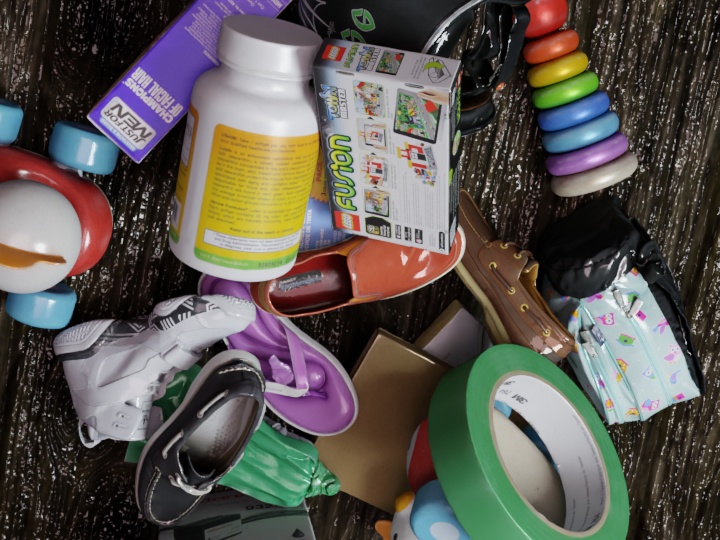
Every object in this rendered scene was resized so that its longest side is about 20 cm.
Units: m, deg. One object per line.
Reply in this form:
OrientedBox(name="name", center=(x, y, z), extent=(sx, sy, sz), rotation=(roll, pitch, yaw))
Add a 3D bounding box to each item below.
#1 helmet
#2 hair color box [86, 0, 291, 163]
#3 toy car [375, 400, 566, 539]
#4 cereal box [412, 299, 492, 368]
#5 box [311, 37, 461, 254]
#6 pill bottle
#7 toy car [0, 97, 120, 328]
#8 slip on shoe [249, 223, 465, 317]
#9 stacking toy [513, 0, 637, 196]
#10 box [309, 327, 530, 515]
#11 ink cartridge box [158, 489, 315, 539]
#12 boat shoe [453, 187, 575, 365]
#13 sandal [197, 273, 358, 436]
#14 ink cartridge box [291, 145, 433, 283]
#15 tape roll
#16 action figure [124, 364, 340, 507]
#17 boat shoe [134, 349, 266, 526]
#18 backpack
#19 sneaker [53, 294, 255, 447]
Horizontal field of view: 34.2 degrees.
OrientedBox(name="helmet", center=(0.043, -0.223, 1.003), extent=(0.200, 0.191, 0.200), rotation=(-30, 146, -23))
OrientedBox(name="hair color box", center=(-0.148, -0.191, 1.027), extent=(0.065, 0.109, 0.200), rotation=(42, 93, -15))
OrientedBox(name="toy car", center=(0.079, 0.224, 1.084), extent=(0.177, 0.184, 0.200), rotation=(43, 127, -15))
OrientedBox(name="cereal box", center=(0.119, 0.145, 1.180), extent=(0.200, 0.040, 0.144), rotation=(41, 96, -16))
OrientedBox(name="box", center=(0.025, -0.096, 0.952), extent=(0.110, 0.035, 0.200), rotation=(13, 146, 13))
OrientedBox(name="pill bottle", center=(-0.090, -0.102, 0.966), extent=(0.111, 0.111, 0.200), rotation=(8, 115, -11))
OrientedBox(name="toy car", center=(-0.302, -0.039, 0.989), extent=(0.177, 0.200, 0.184), rotation=(17, 99, -12))
OrientedBox(name="slip on shoe", center=(0.000, 0.000, 1.044), extent=(0.200, 0.061, 0.074), rotation=(-14, 106, -6))
OrientedBox(name="stacking toy", center=(0.193, -0.175, 1.104), extent=(0.085, 0.085, 0.200), rotation=(-21, 101, -4))
OrientedBox(name="box", center=(0.064, 0.168, 1.148), extent=(0.200, 0.021, 0.164), rotation=(27, 103, -12))
OrientedBox(name="ink cartridge box", center=(-0.113, 0.277, 1.091), extent=(0.145, 0.200, 0.084), rotation=(-7, 101, -7))
OrientedBox(name="boat shoe", center=(0.136, 0.004, 1.100), extent=(0.068, 0.072, 0.200), rotation=(-34, 70, 23))
OrientedBox(name="sandal", center=(-0.087, 0.080, 1.103), extent=(0.082, 0.050, 0.203), rotation=(-44, 87, 17))
OrientedBox(name="ink cartridge box", center=(-0.028, -0.065, 1.094), extent=(0.200, 0.076, 0.137), rotation=(3, 102, -8))
OrientedBox(name="tape roll", center=(0.143, 0.160, 0.983), extent=(0.200, 0.200, 0.048), rotation=(42, 127, -15))
OrientedBox(name="action figure", center=(-0.112, 0.169, 1.119), extent=(0.200, 0.055, 0.118), rotation=(25, 100, 5))
OrientedBox(name="boat shoe", center=(-0.143, 0.164, 1.052), extent=(0.074, 0.060, 0.200), rotation=(24, 114, -28))
OrientedBox(name="backpack", center=(0.250, 0.047, 1.133), extent=(0.127, 0.167, 0.200), rotation=(-23, 109, 13))
OrientedBox(name="sneaker", center=(-0.181, 0.092, 1.069), extent=(0.200, 0.075, 0.115), rotation=(-14, 79, 14))
